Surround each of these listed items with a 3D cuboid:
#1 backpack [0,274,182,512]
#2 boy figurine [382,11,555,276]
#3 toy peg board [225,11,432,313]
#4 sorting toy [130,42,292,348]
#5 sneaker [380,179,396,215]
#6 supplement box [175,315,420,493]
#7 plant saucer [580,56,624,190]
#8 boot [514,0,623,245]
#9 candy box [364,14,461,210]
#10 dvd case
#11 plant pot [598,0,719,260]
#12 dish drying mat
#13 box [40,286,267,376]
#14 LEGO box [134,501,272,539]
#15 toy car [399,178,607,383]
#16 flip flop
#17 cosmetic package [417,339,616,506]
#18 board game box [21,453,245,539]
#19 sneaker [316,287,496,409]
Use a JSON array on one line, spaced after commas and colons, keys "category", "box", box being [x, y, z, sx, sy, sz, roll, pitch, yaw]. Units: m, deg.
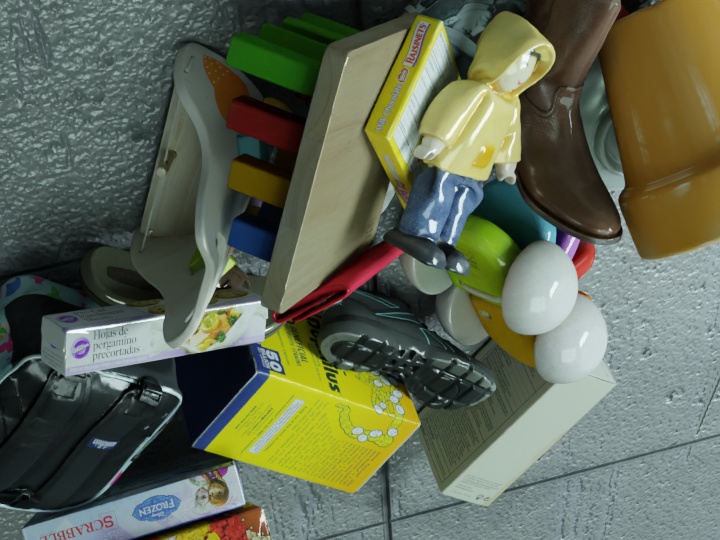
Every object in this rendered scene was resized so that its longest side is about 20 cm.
[{"category": "backpack", "box": [-0.270, 0.113, 1.412, 0.176, 0.151, 0.201, 18, 122, -34]}, {"category": "boy figurine", "box": [0.091, -0.099, 1.265, 0.124, 0.064, 0.202, 19, 98, -51]}, {"category": "toy peg board", "box": [-0.042, -0.100, 1.241, 0.097, 0.200, 0.201, 22, 112, 14]}, {"category": "sorting toy", "box": [-0.123, -0.038, 1.282, 0.106, 0.181, 0.201, 14, 130, -7]}, {"category": "sneaker", "box": [-0.028, -0.072, 1.378, 0.086, 0.081, 0.201, 19, 119, -23]}, {"category": "supplement box", "box": [-0.061, 0.114, 1.527, 0.199, 0.109, 0.110, 21, 123, -37]}, {"category": "plant saucer", "box": [0.252, -0.136, 1.440, 0.198, 0.050, 0.201, -12, 136, -11]}, {"category": "boot", "box": [0.174, -0.146, 1.273, 0.064, 0.187, 0.201, -15, 143, -35]}, {"category": "candy box", "box": [0.051, -0.113, 1.298, 0.026, 0.103, 0.200, 18, 166, 17]}, {"category": "dvd case", "box": [0.135, -0.217, 1.333, 0.199, 0.022, 0.146, -38, 135, 16]}, {"category": "plant pot", "box": [0.280, -0.133, 1.308, 0.199, 0.200, 0.185, -24, 94, 4]}, {"category": "dish drying mat", "box": [0.000, 0.000, 1.340, 0.076, 0.018, 0.200, -27, -177, 28]}, {"category": "box", "box": [-0.165, 0.048, 1.331, 0.199, 0.041, 0.039, -8, 111, -39]}, {"category": "LEGO box", "box": [-0.169, 0.272, 1.526, 0.148, 0.078, 0.200, -16, 180, -16]}, {"category": "toy car", "box": [0.147, -0.005, 1.473, 0.151, 0.174, 0.200, -54, 138, -15]}, {"category": "flip flop", "box": [-0.145, 0.010, 1.415, 0.198, 0.082, 0.058, 16, 129, -26]}, {"category": "cosmetic package", "box": [0.151, 0.132, 1.634, 0.073, 0.104, 0.200, 21, 124, -38]}, {"category": "board game box", "box": [-0.208, 0.220, 1.538, 0.198, 0.042, 0.200, -16, 180, -5]}, {"category": "sneaker", "box": [0.048, 0.067, 1.528, 0.199, 0.080, 0.075, 26, 132, -30]}]
